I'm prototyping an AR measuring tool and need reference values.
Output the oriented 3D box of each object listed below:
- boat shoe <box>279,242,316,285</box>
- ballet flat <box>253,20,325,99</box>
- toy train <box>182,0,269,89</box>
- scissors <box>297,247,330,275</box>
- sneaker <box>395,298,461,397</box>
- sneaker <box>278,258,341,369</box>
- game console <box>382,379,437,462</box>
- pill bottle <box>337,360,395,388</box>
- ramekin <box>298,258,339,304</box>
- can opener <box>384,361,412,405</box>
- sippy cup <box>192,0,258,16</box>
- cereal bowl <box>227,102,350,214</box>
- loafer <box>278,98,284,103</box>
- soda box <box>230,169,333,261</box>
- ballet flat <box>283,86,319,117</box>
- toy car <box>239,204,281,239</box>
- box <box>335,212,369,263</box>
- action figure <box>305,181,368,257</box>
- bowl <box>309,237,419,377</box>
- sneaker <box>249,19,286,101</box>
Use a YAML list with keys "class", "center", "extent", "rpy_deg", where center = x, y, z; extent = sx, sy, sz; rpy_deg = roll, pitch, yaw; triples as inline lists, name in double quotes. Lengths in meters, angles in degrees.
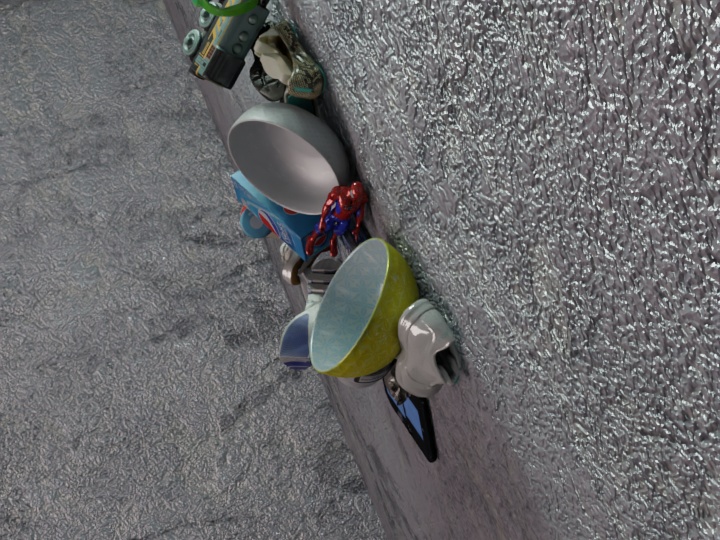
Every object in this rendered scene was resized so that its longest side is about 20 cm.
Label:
- class: "boat shoe"
  center: [-0.132, -0.030, 1.819]
  extent: [0.200, 0.069, 0.071]
  rpy_deg: [-60, -16, -64]
- class: "ballet flat"
  center: [-0.117, -0.320, 1.340]
  extent: [0.200, 0.075, 0.068]
  rpy_deg: [-120, 36, -44]
- class: "toy train"
  center: [-0.210, -0.389, 1.454]
  extent: [0.085, 0.200, 0.114]
  rpy_deg: [20, -162, -44]
- class: "scissors"
  center: [-0.087, -0.031, 1.731]
  extent: [0.200, 0.073, 0.014]
  rpy_deg: [-98, 16, -66]
- class: "sneaker"
  center: [0.097, 0.126, 1.180]
  extent: [0.088, 0.075, 0.200]
  rpy_deg: [40, 159, 30]
- class: "sneaker"
  center: [-0.058, 0.092, 1.539]
  extent: [0.115, 0.080, 0.200]
  rpy_deg: [59, -136, -48]
- class: "game console"
  center: [0.079, 0.223, 1.590]
  extent: [0.177, 0.031, 0.201]
  rpy_deg: [-121, 12, -45]
- class: "pill bottle"
  center: [0.007, 0.114, 1.432]
  extent: [0.200, 0.115, 0.116]
  rpy_deg: [108, 140, -65]
- class: "ramekin"
  center: [-0.038, 0.074, 1.716]
  extent: [0.200, 0.097, 0.201]
  rpy_deg: [159, 90, -80]
- class: "can opener"
  center: [0.084, 0.153, 1.367]
  extent: [0.053, 0.067, 0.200]
  rpy_deg: [61, 156, 16]
- class: "sippy cup"
  center: [-0.206, -0.477, 1.333]
  extent: [0.140, 0.130, 0.178]
  rpy_deg: [-128, 19, -57]
- class: "cereal bowl"
  center: [-0.099, -0.182, 1.379]
  extent: [0.199, 0.083, 0.200]
  rpy_deg: [24, 149, 16]
- class: "loafer"
  center: [-0.109, -0.235, 1.545]
  extent: [0.201, 0.071, 0.073]
  rpy_deg: [98, -176, -48]
- class: "soda box"
  center: [-0.133, -0.107, 1.529]
  extent: [0.200, 0.068, 0.064]
  rpy_deg: [41, 156, 31]
- class: "ballet flat"
  center: [-0.090, -0.240, 1.446]
  extent: [0.200, 0.069, 0.070]
  rpy_deg: [91, 156, -57]
- class: "toy car"
  center: [-0.129, -0.155, 1.677]
  extent: [0.184, 0.176, 0.201]
  rpy_deg: [-45, -39, -86]
- class: "box"
  center: [0.000, 0.000, 1.508]
  extent: [0.200, 0.040, 0.137]
  rpy_deg: [80, 166, -50]
- class: "action figure"
  center: [-0.032, -0.077, 1.357]
  extent: [0.200, 0.065, 0.052]
  rpy_deg: [122, 152, -57]
- class: "bowl"
  center: [0.025, 0.067, 1.243]
  extent: [0.107, 0.201, 0.200]
  rpy_deg: [26, -174, -21]
- class: "sneaker"
  center: [-0.138, -0.333, 1.472]
  extent: [0.079, 0.075, 0.201]
  rpy_deg: [61, -168, -45]
